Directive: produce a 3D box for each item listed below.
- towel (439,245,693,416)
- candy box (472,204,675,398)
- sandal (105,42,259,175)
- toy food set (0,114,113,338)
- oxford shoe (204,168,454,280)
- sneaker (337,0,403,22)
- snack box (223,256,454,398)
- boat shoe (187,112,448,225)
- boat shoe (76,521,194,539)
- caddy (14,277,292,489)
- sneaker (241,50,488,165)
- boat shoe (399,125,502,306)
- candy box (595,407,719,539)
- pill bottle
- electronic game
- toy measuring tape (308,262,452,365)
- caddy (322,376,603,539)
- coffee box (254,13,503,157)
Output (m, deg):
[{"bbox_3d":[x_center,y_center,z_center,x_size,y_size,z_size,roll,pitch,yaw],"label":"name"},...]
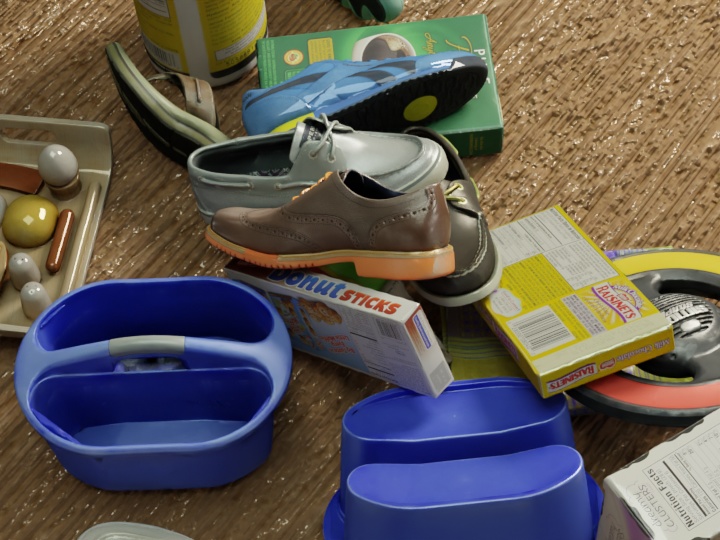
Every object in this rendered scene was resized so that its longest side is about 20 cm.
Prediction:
[{"bbox_3d":[0.155,0.046,1.233,0.198,0.023,0.144,-2,57,3],"label":"towel"},{"bbox_3d":[0.138,0.018,1.173,0.102,0.027,0.200,-18,31,-9],"label":"candy box"},{"bbox_3d":[-0.132,-0.120,1.328,0.201,0.080,0.057,38,71,14],"label":"sandal"},{"bbox_3d":[-0.288,-0.037,1.292,0.142,0.061,0.201,5,57,7],"label":"toy food set"},{"bbox_3d":[-0.023,-0.039,1.166,0.199,0.074,0.071,5,14,25],"label":"oxford shoe"},{"bbox_3d":[0.012,-0.314,1.439,0.139,0.078,0.200,-33,62,-15],"label":"sneaker"},{"bbox_3d":[-0.019,0.037,1.170,0.199,0.072,0.024,16,52,47],"label":"snack box"},{"bbox_3d":[-0.037,-0.077,1.213,0.199,0.072,0.070,-9,43,16],"label":"boat shoe"},{"bbox_3d":[-0.113,0.219,1.111,0.199,0.070,0.071,24,62,17],"label":"boat shoe"},{"bbox_3d":[-0.147,0.078,1.172,0.198,0.105,0.142,-3,56,1],"label":"caddy"},{"bbox_3d":[0.001,-0.148,1.290,0.199,0.066,0.079,-19,58,-7],"label":"sneaker"},{"bbox_3d":[0.057,-0.044,1.226,0.071,0.061,0.202,-17,31,0],"label":"boat shoe"},{"bbox_3d":[0.253,0.151,1.072,0.199,0.168,0.072,-29,60,-14],"label":"candy box"},{"bbox_3d":[-0.139,-0.254,1.338,0.110,0.200,0.112,-1,57,2],"label":"pill bottle"},{"bbox_3d":[0.225,0.044,1.157,0.198,0.042,0.201,-5,34,3],"label":"electronic game"},{"bbox_3d":[0.000,0.000,1.239,0.073,0.074,0.201,-23,56,-11],"label":"toy measuring tape"},{"bbox_3d":[0.071,0.156,1.123,0.198,0.106,0.142,-5,33,0],"label":"caddy"},{"bbox_3d":[0.015,-0.146,1.351,0.198,0.044,0.124,-7,59,-1],"label":"coffee box"}]
